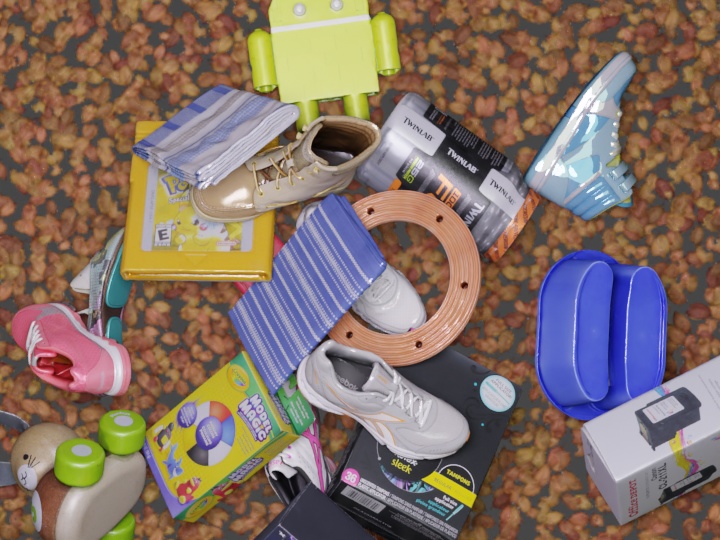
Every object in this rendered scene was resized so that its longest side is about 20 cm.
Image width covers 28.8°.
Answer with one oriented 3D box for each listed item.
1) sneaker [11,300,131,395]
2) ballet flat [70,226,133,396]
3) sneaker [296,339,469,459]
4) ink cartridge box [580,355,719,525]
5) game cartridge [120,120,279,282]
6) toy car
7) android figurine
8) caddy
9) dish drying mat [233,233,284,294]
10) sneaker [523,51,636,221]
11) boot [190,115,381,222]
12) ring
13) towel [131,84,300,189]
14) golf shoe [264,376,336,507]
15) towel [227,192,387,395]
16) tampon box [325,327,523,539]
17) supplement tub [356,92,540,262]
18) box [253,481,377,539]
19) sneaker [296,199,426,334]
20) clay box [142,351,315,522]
[{"bbox_3d":[-0.349,0.086,1.600,0.199,0.086,0.075,22,107,38],"label":"sneaker"},{"bbox_3d":[-0.309,0.046,1.658,0.070,0.069,0.203,5,88,18],"label":"ballet flat"},{"bbox_3d":[0.029,0.137,1.495,0.198,0.092,0.076,23,64,-3],"label":"sneaker"},{"bbox_3d":[0.364,0.196,1.621,0.198,0.146,0.083,-26,58,-2],"label":"ink cartridge box"},{"bbox_3d":[-0.185,-0.083,1.637,0.174,0.033,0.202,0,66,2],"label":"game cartridge"},{"bbox_3d":[-0.362,0.232,1.612,0.198,0.158,0.166,20,116,20],"label":"toy car"},{"bbox_3d":[-0.044,-0.268,1.685,0.180,0.041,0.203,-6,90,-2],"label":"android figurine"},{"bbox_3d":[0.278,0.075,1.653,0.140,0.105,0.203,6,83,-22],"label":"caddy"},{"bbox_3d":[-0.149,-0.041,1.683,0.077,0.018,0.200,-41,89,-6],"label":"dish drying mat"},{"bbox_3d":[0.296,-0.150,1.674,0.130,0.080,0.201,35,97,2],"label":"sneaker"},{"bbox_3d":[-0.083,-0.113,1.549,0.198,0.155,0.074,-11,82,-18],"label":"boot"},{"bbox_3d":[0.040,0.009,1.582,0.198,0.019,0.203,-4,75,15],"label":"ring"},{"bbox_3d":[-0.166,-0.157,1.584,0.147,0.199,0.024,-39,121,-16],"label":"towel"},{"bbox_3d":[-0.082,0.202,1.636,0.072,0.092,0.202,-26,87,21],"label":"golf shoe"},{"bbox_3d":[-0.060,0.023,1.578,0.024,0.145,0.200,28,110,-42],"label":"towel"},{"bbox_3d":[0.069,0.199,1.599,0.149,0.126,0.201,27,66,-2],"label":"tampon box"},{"bbox_3d":[0.104,-0.106,1.643,0.199,0.123,0.123,35,87,0],"label":"supplement tub"},{"bbox_3d":[-0.064,0.348,1.586,0.141,0.200,0.079,42,46,2],"label":"box"},{"bbox_3d":[0.000,0.000,1.658,0.075,0.081,0.200,-45,91,-5],"label":"sneaker"},{"bbox_3d":[-0.154,0.183,1.612,0.200,0.047,0.115,-40,59,15],"label":"clay box"}]
